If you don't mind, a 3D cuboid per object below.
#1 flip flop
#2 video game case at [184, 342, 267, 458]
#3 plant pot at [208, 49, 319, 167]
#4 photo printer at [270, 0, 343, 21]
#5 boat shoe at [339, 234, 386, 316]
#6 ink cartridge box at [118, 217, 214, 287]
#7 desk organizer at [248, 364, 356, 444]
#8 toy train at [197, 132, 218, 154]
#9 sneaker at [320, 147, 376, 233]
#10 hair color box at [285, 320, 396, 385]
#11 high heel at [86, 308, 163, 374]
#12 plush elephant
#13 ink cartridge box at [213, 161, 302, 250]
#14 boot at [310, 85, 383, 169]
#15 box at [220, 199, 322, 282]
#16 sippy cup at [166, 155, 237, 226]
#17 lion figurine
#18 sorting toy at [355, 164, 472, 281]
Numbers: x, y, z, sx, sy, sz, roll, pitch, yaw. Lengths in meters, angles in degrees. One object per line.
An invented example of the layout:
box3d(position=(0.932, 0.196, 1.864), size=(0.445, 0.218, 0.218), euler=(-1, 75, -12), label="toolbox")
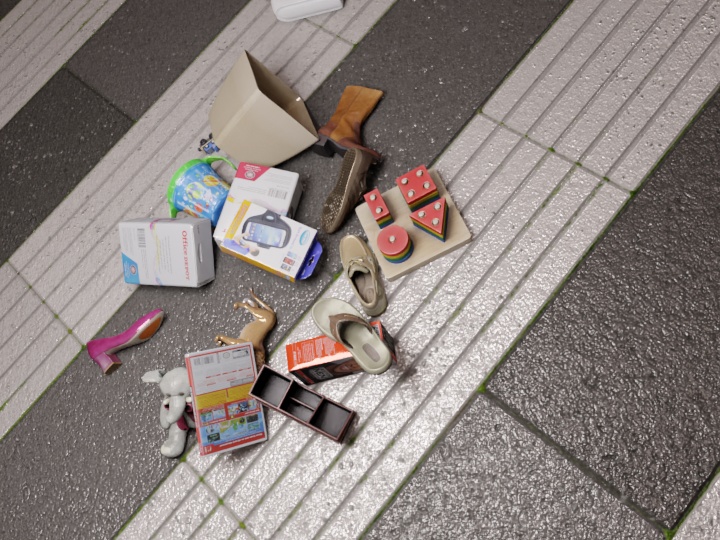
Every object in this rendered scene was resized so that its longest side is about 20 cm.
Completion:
box3d(position=(-0.019, 0.117, 1.325), size=(0.081, 0.058, 0.200), euler=(-42, 60, -5), label="flip flop")
box3d(position=(-0.264, 0.252, 1.386), size=(0.017, 0.142, 0.201), euler=(-13, 85, 52), label="video game case")
box3d(position=(-0.245, -0.354, 1.647), size=(0.177, 0.200, 0.200), euler=(-40, 44, 17), label="plant pot")
box3d(position=(-0.145, -0.756, 1.878), size=(0.199, 0.069, 0.167), euler=(-9, 64, 15), label="photo printer")
box3d(position=(0.000, 0.000, 1.483), size=(0.072, 0.065, 0.201), euler=(-23, 61, 7), label="boat shoe")
box3d(position=(-0.441, -0.044, 1.608), size=(0.199, 0.085, 0.145), euler=(3, 103, 21), label="ink cartridge box")
box3d(position=(-0.113, 0.260, 1.366), size=(0.199, 0.077, 0.072), euler=(25, 75, 10), label="desk organizer")
box3d(position=(-0.326, -0.356, 1.778), size=(0.200, 0.034, 0.046), euler=(-36, 73, -1), label="toy train")
box3d(position=(-0.020, -0.170, 1.563), size=(0.070, 0.075, 0.201), euler=(38, 110, 50), label="sneaker")
box3d(position=(-0.038, 0.167, 1.399), size=(0.199, 0.102, 0.062), euler=(-16, 61, 12), label="hair color box")
box3d(position=(-0.539, 0.138, 1.602), size=(0.200, 0.067, 0.096), euler=(-46, 70, 9), label="high heel")
box3d(position=(-0.355, 0.264, 1.429), size=(0.164, 0.155, 0.201), euler=(-8, 64, 15), label="plush elephant")
box3d(position=(-0.230, -0.132, 1.594), size=(0.147, 0.086, 0.201), euler=(14, 72, 7), label="ink cartridge box")
box3d(position=(0.003, -0.341, 1.656), size=(0.188, 0.069, 0.201), euler=(18, 66, 33), label="boot")
box3d(position=(-0.185, -0.060, 1.503), size=(0.199, 0.042, 0.120), euler=(22, 71, 6), label="box")
box3d(position=(-0.363, -0.174, 1.657), size=(0.130, 0.140, 0.178), euler=(33, 122, 18), label="sippy cup")
box3d(position=(-0.228, 0.135, 1.496), size=(0.122, 0.073, 0.201), euler=(21, 68, 7), label="lion figurine")
box3d(position=(0.104, -0.111, 1.497), size=(0.199, 0.070, 0.199), euler=(-27, 61, 5), label="sorting toy")
